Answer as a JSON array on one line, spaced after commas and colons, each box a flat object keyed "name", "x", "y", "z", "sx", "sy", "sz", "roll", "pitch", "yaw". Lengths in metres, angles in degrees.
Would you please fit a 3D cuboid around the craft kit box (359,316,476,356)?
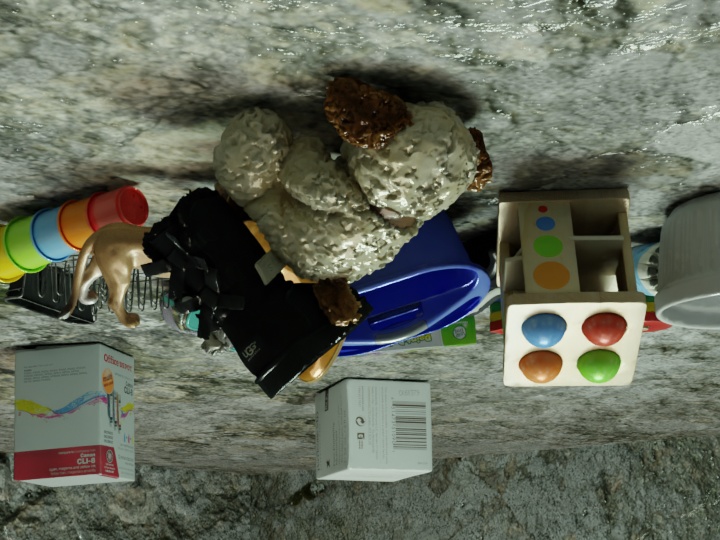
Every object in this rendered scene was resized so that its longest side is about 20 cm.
[{"name": "craft kit box", "x": 0.012, "y": 0.080, "z": 1.555, "sx": 0.196, "sy": 0.049, "sz": 0.200, "roll": -7, "pitch": 176, "yaw": -17}]

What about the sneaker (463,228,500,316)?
[{"name": "sneaker", "x": 0.125, "y": -0.009, "z": 1.405, "sx": 0.083, "sy": 0.072, "sz": 0.200, "roll": 28, "pitch": 154, "yaw": -20}]

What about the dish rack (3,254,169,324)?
[{"name": "dish rack", "x": -0.277, "y": 0.014, "z": 1.454, "sx": 0.199, "sy": 0.055, "sz": 0.153, "roll": -6, "pitch": 166, "yaw": 20}]

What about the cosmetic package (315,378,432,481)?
[{"name": "cosmetic package", "x": 0.021, "y": 0.297, "z": 2.393, "sx": 0.164, "sy": 0.166, "sz": 0.200, "roll": 4, "pitch": 164, "yaw": -19}]

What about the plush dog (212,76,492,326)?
[{"name": "plush dog", "x": 0.011, "y": -0.066, "z": 1.005, "sx": 0.199, "sy": 0.161, "sz": 0.172, "roll": 14, "pitch": 137, "yaw": -46}]

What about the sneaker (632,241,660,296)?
[{"name": "sneaker", "x": 0.358, "y": 0.000, "z": 1.447, "sx": 0.199, "sy": 0.079, "sz": 0.090, "roll": 14, "pitch": 179, "yaw": -38}]

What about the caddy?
[{"name": "caddy", "x": 0.028, "y": 0.023, "z": 1.290, "sx": 0.199, "sy": 0.105, "sz": 0.142, "roll": -18, "pitch": 152, "yaw": 1}]

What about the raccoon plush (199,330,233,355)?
[{"name": "raccoon plush", "x": -0.119, "y": 0.038, "z": 1.386, "sx": 0.096, "sy": 0.135, "sz": 0.200, "roll": -4, "pitch": 166, "yaw": 8}]

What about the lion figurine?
[{"name": "lion figurine", "x": -0.177, "y": -0.018, "z": 1.163, "sx": 0.199, "sy": 0.073, "sz": 0.123, "roll": -12, "pitch": 129, "yaw": -19}]

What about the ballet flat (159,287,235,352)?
[{"name": "ballet flat", "x": -0.193, "y": 0.053, "z": 1.627, "sx": 0.072, "sy": 0.073, "sz": 0.200, "roll": -6, "pitch": 165, "yaw": 19}]

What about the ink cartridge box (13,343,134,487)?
[{"name": "ink cartridge box", "x": -0.436, "y": 0.222, "z": 1.991, "sx": 0.144, "sy": 0.201, "sz": 0.145, "roll": -6, "pitch": 166, "yaw": 11}]

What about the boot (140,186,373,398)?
[{"name": "boot", "x": -0.081, "y": 0.007, "z": 1.047, "sx": 0.073, "sy": 0.163, "sz": 0.198, "roll": -42, "pitch": 177, "yaw": 23}]

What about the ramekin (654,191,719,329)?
[{"name": "ramekin", "x": 0.390, "y": -0.011, "z": 1.287, "sx": 0.199, "sy": 0.106, "sz": 0.200, "roll": 0, "pitch": 167, "yaw": 0}]

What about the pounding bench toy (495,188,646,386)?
[{"name": "pounding bench toy", "x": 0.196, "y": 0.048, "z": 1.253, "sx": 0.123, "sy": 0.157, "sz": 0.201, "roll": -1, "pitch": 140, "yaw": 3}]

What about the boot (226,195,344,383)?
[{"name": "boot", "x": -0.073, "y": 0.001, "z": 1.151, "sx": 0.143, "sy": 0.202, "sz": 0.071, "roll": 6, "pitch": -166, "yaw": -40}]

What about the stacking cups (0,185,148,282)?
[{"name": "stacking cups", "x": -0.283, "y": -0.035, "z": 1.236, "sx": 0.199, "sy": 0.061, "sz": 0.060, "roll": -14, "pitch": 162, "yaw": 39}]

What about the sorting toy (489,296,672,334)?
[{"name": "sorting toy", "x": 0.270, "y": 0.039, "z": 1.557, "sx": 0.199, "sy": 0.070, "sz": 0.198, "roll": 11, "pitch": 162, "yaw": -39}]
